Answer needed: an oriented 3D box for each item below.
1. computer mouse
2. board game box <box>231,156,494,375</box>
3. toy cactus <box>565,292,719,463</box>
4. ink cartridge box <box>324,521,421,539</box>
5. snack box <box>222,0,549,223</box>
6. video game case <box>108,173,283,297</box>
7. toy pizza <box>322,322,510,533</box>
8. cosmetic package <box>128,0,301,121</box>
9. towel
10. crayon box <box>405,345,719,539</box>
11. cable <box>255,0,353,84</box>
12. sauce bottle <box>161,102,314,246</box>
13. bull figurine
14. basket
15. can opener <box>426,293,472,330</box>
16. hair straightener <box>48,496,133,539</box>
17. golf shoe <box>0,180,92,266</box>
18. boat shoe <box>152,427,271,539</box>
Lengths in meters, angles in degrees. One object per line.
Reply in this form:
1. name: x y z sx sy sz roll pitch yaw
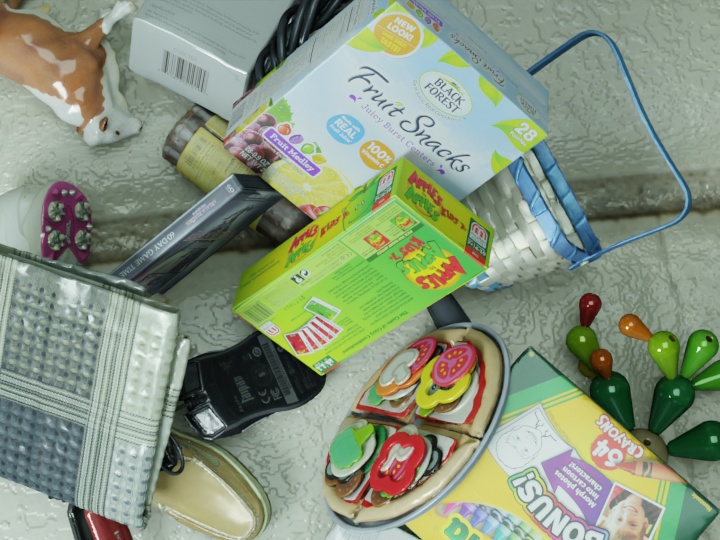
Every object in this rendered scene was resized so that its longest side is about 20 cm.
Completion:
1. computer mouse: -0.130 0.077 1.485 0.200 0.046 0.141 -27 85 -38
2. board game box: 0.000 0.000 1.444 0.102 0.200 0.048 37 41 -23
3. toy cactus: 0.249 0.120 1.514 0.200 0.102 0.165 26 96 0
4. ink cartridge box: 0.050 0.285 1.475 0.200 0.050 0.109 28 77 2
5. snack box: 0.020 -0.119 1.414 0.169 0.200 0.068 38 33 -23
6. video game case: -0.154 -0.010 1.450 0.200 0.143 0.019 -37 84 11
7. toy pizza: 0.037 0.120 1.444 0.032 0.200 0.200 40 76 -27
8. cosmetic package: -0.104 -0.241 1.544 0.113 0.081 0.200 28 60 4
9. towel: -0.233 0.084 1.392 0.192 0.035 0.200 19 115 12
10. crayon box: 0.153 0.191 1.437 0.200 0.058 0.173 41 85 5
11. cable: -0.020 -0.180 1.524 0.051 0.163 0.200 25 85 39
12. sauce bottle: -0.077 -0.062 1.537 0.200 0.065 0.065 39 78 6
13. bull figurine: -0.264 -0.193 1.558 0.200 0.065 0.121 29 74 1
14. basket: 0.155 -0.084 1.506 0.200 0.139 0.176 -28 79 22
15. can opener: 0.109 0.101 1.512 0.079 0.063 0.200 -25 80 -8
16. hair straightener: -0.240 0.176 1.461 0.041 0.077 0.200 -35 107 -43
17. golf shoe: -0.281 0.024 1.514 0.091 0.075 0.200 5 83 30
18. boat shoe: -0.167 0.162 1.469 0.200 0.076 0.072 31 102 8
